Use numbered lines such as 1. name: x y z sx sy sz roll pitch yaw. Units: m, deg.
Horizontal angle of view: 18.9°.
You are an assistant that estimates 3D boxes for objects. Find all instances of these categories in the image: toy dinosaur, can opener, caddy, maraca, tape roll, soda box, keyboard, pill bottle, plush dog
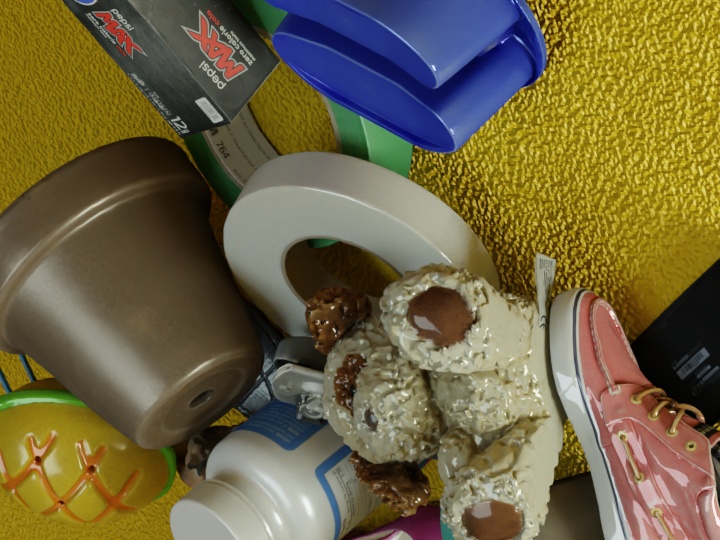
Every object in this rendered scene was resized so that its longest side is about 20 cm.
1. toy dinosaur: -0.103 0.162 1.700 0.200 0.086 0.135 49 160 -16
2. can opener: 0.034 0.091 1.538 0.200 0.067 0.053 15 147 -4
3. caddy: 0.026 -0.168 1.372 0.200 0.105 0.141 31 158 29
4. maraca: -0.239 0.135 1.659 0.200 0.107 0.137 10 135 2
5. tape roll: 0.000 0.000 1.510 0.202 0.037 0.203 19 145 14
6. soda box: -0.148 -0.187 1.448 0.063 0.071 0.200 -10 127 50
7. keyboard: 0.233 0.077 1.386 0.127 0.021 0.200 55 144 13
8. tape roll: -0.053 -0.115 1.536 0.200 0.048 0.201 27 133 33
9. pill bottle: -0.043 0.147 1.583 0.112 0.200 0.112 29 137 31
10. plush dog: 0.050 0.075 1.437 0.172 0.160 0.200 -6 110 33

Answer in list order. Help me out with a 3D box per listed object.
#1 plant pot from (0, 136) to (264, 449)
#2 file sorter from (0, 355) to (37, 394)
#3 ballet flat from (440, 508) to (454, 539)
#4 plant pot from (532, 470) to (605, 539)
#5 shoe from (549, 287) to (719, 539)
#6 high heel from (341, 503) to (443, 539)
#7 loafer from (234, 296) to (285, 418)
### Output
1. plant pot: -0.165 0.031 1.573 0.175 0.200 0.200 52 143 20
2. file sorter: -0.251 0.066 1.810 0.200 0.139 0.123 -1 118 48
3. ballet flat: 0.108 0.245 1.594 0.070 0.067 0.200 -107 1 -64
4. plant pot: 0.144 0.233 1.476 0.200 0.200 0.174 -23 83 52
5. shoe: 0.190 0.100 1.386 0.091 0.071 0.200 -18 85 33
6. high heel: 0.010 0.230 1.673 0.200 0.096 0.067 -5 112 49
7. loafer: -0.106 0.041 1.710 0.200 0.063 0.072 45 111 8
